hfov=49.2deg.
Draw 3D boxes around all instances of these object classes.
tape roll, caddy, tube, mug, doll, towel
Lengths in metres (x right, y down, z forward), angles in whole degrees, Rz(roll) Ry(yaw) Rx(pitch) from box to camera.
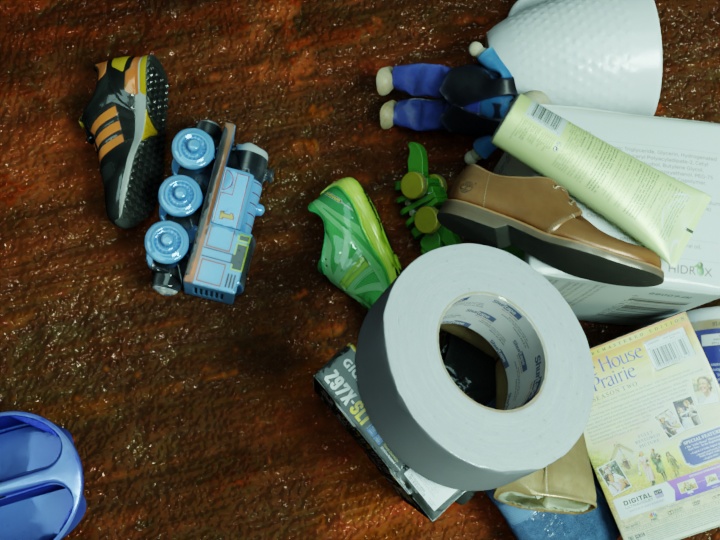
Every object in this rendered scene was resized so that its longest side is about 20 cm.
[{"bbox_3d":[0.098,0.079,0.672,0.198,0.066,0.202,11,59,-18],"label":"tape roll"},{"bbox_3d":[-0.364,0.218,0.762,0.198,0.105,0.143,-16,80,-8],"label":"caddy"},{"bbox_3d":[0.212,-0.085,0.705,0.199,0.052,0.058,31,120,3],"label":"tube"},{"bbox_3d":[0.232,-0.253,0.903,0.173,0.148,0.201,-5,55,7],"label":"mug"},{"bbox_3d":[0.115,-0.181,0.866,0.198,0.138,0.048,10,30,31],"label":"doll"},{"bbox_3d":[0.184,0.218,0.796,0.111,0.048,0.201,-39,101,-28],"label":"towel"}]

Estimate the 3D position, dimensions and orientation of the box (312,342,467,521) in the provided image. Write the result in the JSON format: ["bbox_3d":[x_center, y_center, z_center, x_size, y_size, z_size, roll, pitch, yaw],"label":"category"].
[{"bbox_3d":[0.020,0.155,0.758,0.049,0.200,0.160,-41,83,-10],"label":"box"}]

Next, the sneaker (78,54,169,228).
[{"bbox_3d":[-0.271,-0.143,0.877,0.089,0.070,0.202,2,77,11],"label":"sneaker"}]

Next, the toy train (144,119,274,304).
[{"bbox_3d":[-0.163,-0.063,0.856,0.113,0.087,0.202,15,74,-10],"label":"toy train"}]

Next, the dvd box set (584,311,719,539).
[{"bbox_3d":[0.295,0.161,0.784,0.145,0.029,0.202,-24,78,12],"label":"dvd box set"}]

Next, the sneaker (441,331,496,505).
[{"bbox_3d":[0.106,0.136,0.843,0.104,0.060,0.201,27,71,0],"label":"sneaker"}]

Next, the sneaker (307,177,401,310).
[{"bbox_3d":[0.000,0.000,0.865,0.083,0.074,0.202,-23,79,11],"label":"sneaker"}]

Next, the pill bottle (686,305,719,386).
[{"bbox_3d":[0.401,0.143,0.833,0.114,0.116,0.202,1,77,-4],"label":"pill bottle"}]

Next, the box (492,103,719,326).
[{"bbox_3d":[0.247,-0.048,0.820,0.198,0.199,0.173,7,77,-1],"label":"box"}]

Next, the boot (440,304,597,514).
[{"bbox_3d":[0.135,0.115,0.743,0.173,0.066,0.202,8,60,-6],"label":"boot"}]

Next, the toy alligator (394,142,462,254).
[{"bbox_3d":[0.080,-0.046,0.885,0.054,0.059,0.202,-27,79,33],"label":"toy alligator"}]

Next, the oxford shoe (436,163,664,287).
[{"bbox_3d":[0.171,-0.043,0.681,0.199,0.071,0.072,23,76,11],"label":"oxford shoe"}]
